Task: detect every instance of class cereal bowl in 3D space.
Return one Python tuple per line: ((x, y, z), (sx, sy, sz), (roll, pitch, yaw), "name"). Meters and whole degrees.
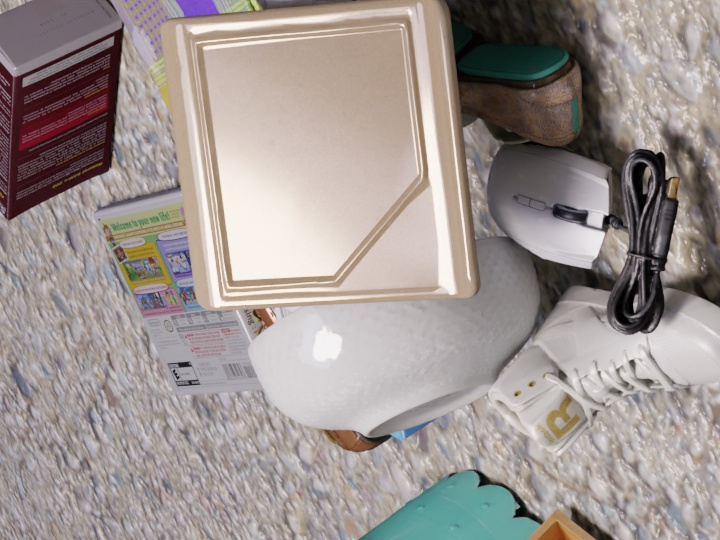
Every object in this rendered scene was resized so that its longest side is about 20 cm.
((0.031, 0.054, 1.701), (0.084, 0.199, 0.200), (69, 154, 11), "cereal bowl")

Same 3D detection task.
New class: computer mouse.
((0.127, -0.036, 1.621), (0.200, 0.044, 0.110), (26, 113, 57), "computer mouse")

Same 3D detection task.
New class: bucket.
((0.064, 0.266, 1.959), (0.207, 0.135, 0.208), (41, 147, 35), "bucket")

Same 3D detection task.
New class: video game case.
((-0.147, 0.020, 2.216), (0.200, 0.022, 0.183), (-8, 108, 62), "video game case")

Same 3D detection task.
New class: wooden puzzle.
((-0.024, -0.071, 1.594), (0.199, 0.037, 0.186), (-2, 101, 24), "wooden puzzle")

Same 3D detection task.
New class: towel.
((-0.127, -0.186, 1.986), (0.144, 0.023, 0.200), (64, 153, -4), "towel")

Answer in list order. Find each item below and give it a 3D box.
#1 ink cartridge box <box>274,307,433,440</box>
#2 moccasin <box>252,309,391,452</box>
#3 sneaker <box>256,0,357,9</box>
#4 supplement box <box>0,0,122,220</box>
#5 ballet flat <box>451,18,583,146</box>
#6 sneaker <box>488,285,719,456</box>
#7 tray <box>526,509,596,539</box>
((0.000, 0.000, 1.874), (0.144, 0.084, 0.201), (26, 138, 47), "ink cartridge box")
((-0.041, 0.050, 2.016), (0.202, 0.074, 0.078), (56, 146, -10), "moccasin")
((-0.013, -0.151, 1.636), (0.099, 0.078, 0.200), (45, 161, 19), "sneaker")
((-0.263, -0.142, 2.168), (0.061, 0.109, 0.200), (48, 149, 25), "supplement box")
((0.070, -0.117, 1.667), (0.200, 0.068, 0.067), (24, 142, 52), "ballet flat")
((0.159, 0.072, 1.619), (0.074, 0.116, 0.200), (48, 160, -19), "sneaker")
((0.174, 0.261, 1.800), (0.200, 0.099, 0.037), (37, 166, 38), "tray")
